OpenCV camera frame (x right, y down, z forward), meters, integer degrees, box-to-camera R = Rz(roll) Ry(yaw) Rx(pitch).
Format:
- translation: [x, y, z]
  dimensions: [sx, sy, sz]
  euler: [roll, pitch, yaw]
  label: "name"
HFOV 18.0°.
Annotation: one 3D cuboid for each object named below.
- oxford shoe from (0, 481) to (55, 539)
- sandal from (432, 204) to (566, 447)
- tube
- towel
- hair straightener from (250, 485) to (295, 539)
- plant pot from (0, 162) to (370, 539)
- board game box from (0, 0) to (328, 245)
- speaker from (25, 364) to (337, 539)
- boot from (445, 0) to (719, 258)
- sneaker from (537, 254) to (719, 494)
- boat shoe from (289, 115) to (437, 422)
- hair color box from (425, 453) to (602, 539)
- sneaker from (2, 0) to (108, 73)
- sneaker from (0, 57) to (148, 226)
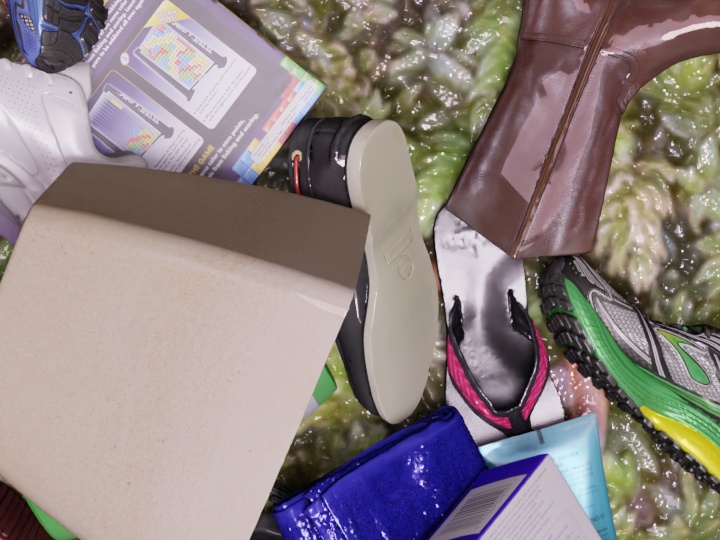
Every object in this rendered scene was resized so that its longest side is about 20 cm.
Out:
- translation: [-0.226, 0.189, 1.434]
  dimensions: [0.200, 0.070, 0.075]
  euler: [37, 107, 0]
  label: "oxford shoe"
- translation: [0.085, 0.051, 1.450]
  dimensions: [0.075, 0.045, 0.201]
  euler: [-12, 96, -3]
  label: "sandal"
- translation: [0.139, 0.195, 1.457]
  dimensions: [0.077, 0.050, 0.201]
  euler: [-18, 102, -6]
  label: "tube"
- translation: [0.048, 0.199, 1.396]
  dimensions: [0.147, 0.050, 0.201]
  euler: [-28, 96, -29]
  label: "towel"
- translation: [-0.008, 0.165, 1.449]
  dimensions: [0.199, 0.041, 0.077]
  euler: [25, 136, 0]
  label: "hair straightener"
- translation: [-0.116, 0.043, 1.270]
  dimensions: [0.177, 0.200, 0.201]
  euler: [24, 104, -3]
  label: "plant pot"
- translation: [-0.144, -0.086, 1.417]
  dimensions: [0.165, 0.057, 0.200]
  euler: [38, 93, -5]
  label: "board game box"
- translation: [-0.118, 0.090, 1.422]
  dimensions: [0.200, 0.088, 0.089]
  euler: [-29, 97, 0]
  label: "speaker"
- translation: [0.166, -0.087, 1.421]
  dimensions: [0.186, 0.064, 0.201]
  euler: [18, 84, 8]
  label: "boot"
- translation: [0.193, 0.056, 1.451]
  dimensions: [0.200, 0.078, 0.085]
  euler: [42, 85, -16]
  label: "sneaker"
- translation: [0.002, -0.001, 1.411]
  dimensions: [0.063, 0.074, 0.202]
  euler: [8, 120, 33]
  label: "boat shoe"
- translation: [0.118, 0.225, 1.372]
  dimensions: [0.065, 0.109, 0.200]
  euler: [-22, 105, 43]
  label: "hair color box"
- translation: [-0.209, -0.190, 1.364]
  dimensions: [0.078, 0.075, 0.200]
  euler: [-31, 53, 14]
  label: "sneaker"
- translation: [-0.210, -0.100, 1.355]
  dimensions: [0.200, 0.078, 0.099]
  euler: [43, 86, -15]
  label: "sneaker"
